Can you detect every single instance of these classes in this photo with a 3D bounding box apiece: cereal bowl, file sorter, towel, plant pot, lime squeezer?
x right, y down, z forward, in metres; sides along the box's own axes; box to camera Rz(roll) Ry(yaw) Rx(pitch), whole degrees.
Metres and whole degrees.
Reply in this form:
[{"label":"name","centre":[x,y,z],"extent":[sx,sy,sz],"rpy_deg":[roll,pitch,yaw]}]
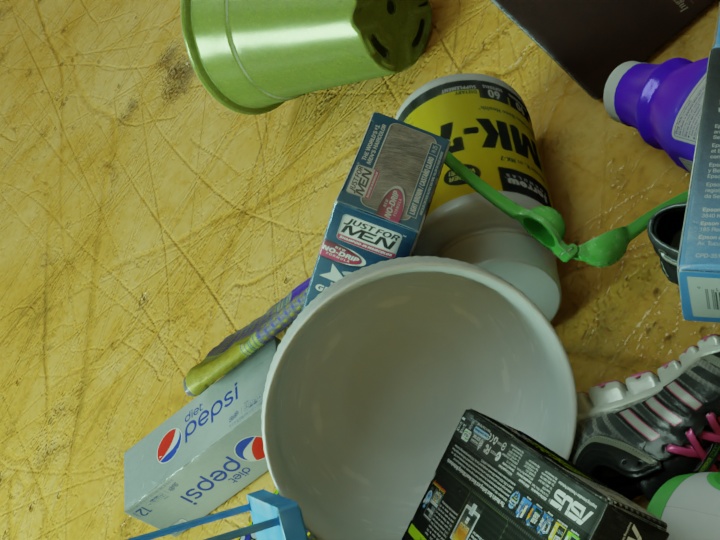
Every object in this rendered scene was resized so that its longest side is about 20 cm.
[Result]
[{"label":"cereal bowl","centre":[0.035,0.086,0.864],"extent":[0.201,0.200,0.083],"rpy_deg":[-52,9,5]},{"label":"file sorter","centre":[-0.079,0.247,0.798],"extent":[0.139,0.122,0.202],"rpy_deg":[154,102,-76]},{"label":"towel","centre":[-0.064,0.031,1.154],"extent":[0.200,0.023,0.144],"rpy_deg":[-38,2,21]},{"label":"plant pot","centre":[-0.037,-0.251,1.299],"extent":[0.189,0.200,0.201],"rpy_deg":[5,66,37]},{"label":"lime squeezer","centre":[0.145,-0.041,0.921],"extent":[0.038,0.198,0.071],"rpy_deg":[-108,25,-86]}]

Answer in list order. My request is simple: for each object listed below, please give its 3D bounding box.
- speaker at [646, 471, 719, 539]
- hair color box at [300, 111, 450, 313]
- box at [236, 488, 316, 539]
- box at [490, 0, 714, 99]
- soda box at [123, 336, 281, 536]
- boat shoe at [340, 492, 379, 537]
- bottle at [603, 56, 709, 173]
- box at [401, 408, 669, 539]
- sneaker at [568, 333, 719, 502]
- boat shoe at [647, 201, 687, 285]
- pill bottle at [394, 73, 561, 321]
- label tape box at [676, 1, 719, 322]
[{"label":"speaker","centre":[0.245,0.157,0.693],"extent":[0.199,0.088,0.089],"rpy_deg":[3,65,51]},{"label":"hair color box","centre":[0.000,0.000,0.944],"extent":[0.201,0.060,0.100],"rpy_deg":[109,-179,-46]},{"label":"box","centre":[-0.018,0.177,1.012],"extent":[0.201,0.064,0.070],"rpy_deg":[-53,34,5]},{"label":"box","centre":[0.191,-0.282,1.044],"extent":[0.200,0.164,0.166],"rpy_deg":[-41,38,20]},{"label":"soda box","centre":[-0.117,0.145,1.155],"extent":[0.200,0.063,0.069],"rpy_deg":[-38,38,24]},{"label":"boat shoe","centre":[0.010,0.197,0.908],"extent":[0.201,0.057,0.067],"rpy_deg":[59,152,25]},{"label":"bottle","centre":[0.247,-0.104,0.920],"extent":[0.084,0.065,0.200],"rpy_deg":[-53,34,-5]},{"label":"box","centre":[0.065,0.189,0.731],"extent":[0.194,0.047,0.200],"rpy_deg":[-66,17,-1]},{"label":"sneaker","centre":[0.201,0.101,0.808],"extent":[0.199,0.074,0.088],"rpy_deg":[-27,43,41]},{"label":"boat shoe","centre":[0.262,-0.007,0.828],"extent":[0.199,0.062,0.073],"rpy_deg":[12,68,52]},{"label":"pill bottle","centre":[0.089,-0.047,1.021],"extent":[0.114,0.114,0.201],"rpy_deg":[-35,40,27]},{"label":"label tape box","centre":[0.270,-0.065,0.778],"extent":[0.143,0.063,0.201],"rpy_deg":[4,60,22]}]
